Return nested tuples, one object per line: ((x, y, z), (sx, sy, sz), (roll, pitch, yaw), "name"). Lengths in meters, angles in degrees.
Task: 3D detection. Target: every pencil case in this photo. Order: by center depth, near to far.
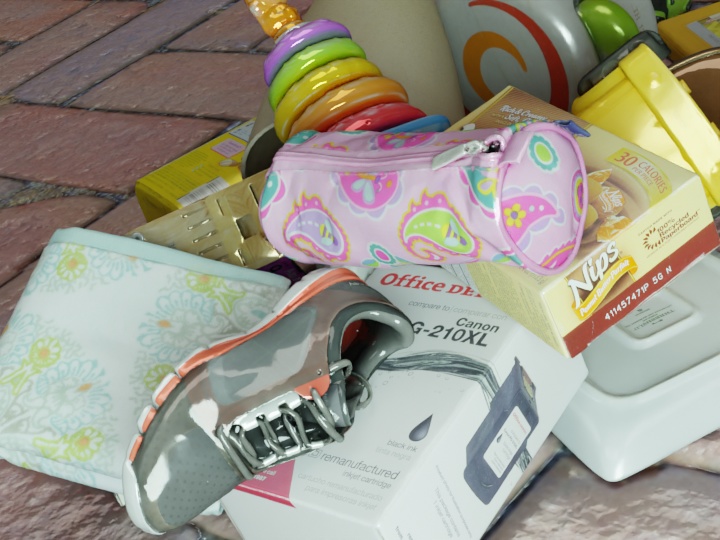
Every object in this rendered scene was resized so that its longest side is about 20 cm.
((0.032, -0.043, 0.748), (0.199, 0.088, 0.087), (3, 33, 46), "pencil case")

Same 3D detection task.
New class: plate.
((0.195, 0.041, 0.891), (0.198, 0.033, 0.200), (-25, 29, -12), "plate")

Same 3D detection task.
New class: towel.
((-0.149, 0.063, 0.893), (0.198, 0.048, 0.172), (12, 56, 12), "towel")

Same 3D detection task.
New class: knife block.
((-0.116, -0.025, 1.046), (0.198, 0.065, 0.176), (-24, 5, 3), "knife block")

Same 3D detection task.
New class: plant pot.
((0.007, -0.154, 1.104), (0.185, 0.188, 0.202), (-6, 57, 21), "plant pot")

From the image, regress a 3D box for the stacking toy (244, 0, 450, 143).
((-0.030, -0.131, 0.936), (0.109, 0.116, 0.201), (-21, 69, -24), "stacking toy")

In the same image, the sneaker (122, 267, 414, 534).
((-0.047, 0.074, 0.747), (0.081, 0.077, 0.200), (22, 58, 42), "sneaker")

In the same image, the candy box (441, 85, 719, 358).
((0.107, -0.037, 0.807), (0.115, 0.056, 0.200), (-34, 32, -11), "candy box")

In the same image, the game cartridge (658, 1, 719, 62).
((0.389, -0.215, 1.233), (0.174, 0.033, 0.200), (-19, 27, -1), "game cartridge")

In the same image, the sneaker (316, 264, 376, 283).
((0.000, 0.000, 0.979), (0.079, 0.077, 0.200), (8, 6, 13), "sneaker")

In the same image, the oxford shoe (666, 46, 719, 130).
((0.323, -0.144, 1.109), (0.198, 0.072, 0.072), (-9, 35, 15), "oxford shoe")

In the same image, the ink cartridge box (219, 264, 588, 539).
((0.026, 0.092, 0.813), (0.144, 0.085, 0.200), (7, 45, 41), "ink cartridge box")

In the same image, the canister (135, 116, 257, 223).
((-0.092, -0.083, 1.221), (0.199, 0.087, 0.148), (-30, 30, -19), "canister")

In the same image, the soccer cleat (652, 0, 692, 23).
((0.261, -0.263, 1.358), (0.199, 0.065, 0.083), (-34, 30, -27), "soccer cleat")

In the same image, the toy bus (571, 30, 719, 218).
((0.176, -0.066, 0.994), (0.191, 0.136, 0.200), (-38, 1, 10), "toy bus")

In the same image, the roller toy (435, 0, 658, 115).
((0.162, -0.202, 1.177), (0.199, 0.183, 0.139), (38, 52, 20), "roller toy")

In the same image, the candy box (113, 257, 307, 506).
((-0.111, 0.073, 0.979), (0.198, 0.062, 0.136), (-26, 30, -13), "candy box")
